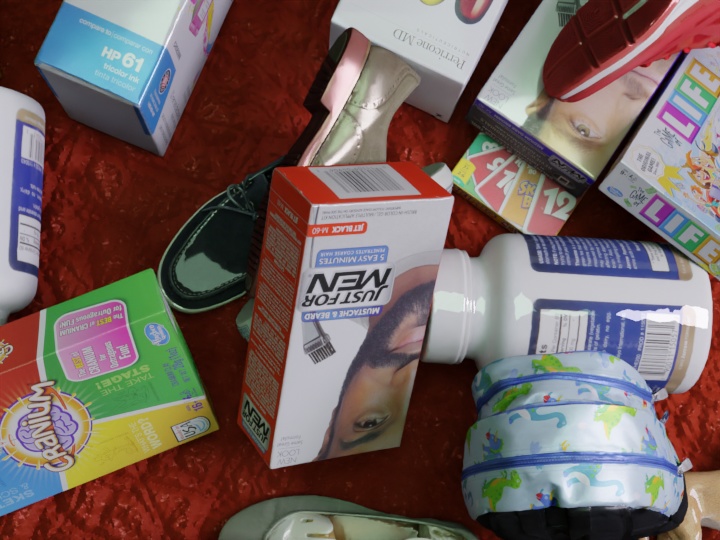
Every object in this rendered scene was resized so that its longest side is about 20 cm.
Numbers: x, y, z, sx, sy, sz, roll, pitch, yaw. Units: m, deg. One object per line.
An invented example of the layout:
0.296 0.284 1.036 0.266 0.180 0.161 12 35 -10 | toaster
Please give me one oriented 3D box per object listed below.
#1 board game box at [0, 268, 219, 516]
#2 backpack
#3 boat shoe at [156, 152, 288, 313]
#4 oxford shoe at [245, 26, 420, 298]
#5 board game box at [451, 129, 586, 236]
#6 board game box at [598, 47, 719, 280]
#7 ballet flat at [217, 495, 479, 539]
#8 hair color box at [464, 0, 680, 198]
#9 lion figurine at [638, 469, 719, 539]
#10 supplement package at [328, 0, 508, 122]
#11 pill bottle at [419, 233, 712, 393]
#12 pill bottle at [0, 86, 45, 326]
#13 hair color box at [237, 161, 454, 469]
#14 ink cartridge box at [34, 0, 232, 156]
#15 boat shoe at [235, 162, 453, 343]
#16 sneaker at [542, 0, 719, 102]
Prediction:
-0.212 0.093 0.867 0.198 0.154 0.041 -21 51 -5 | board game box
0.136 0.126 0.832 0.162 0.200 0.155 0 91 17 | backpack
-0.070 -0.041 0.938 0.199 0.062 0.075 -35 87 -6 | boat shoe
-0.020 -0.064 0.876 0.074 0.070 0.201 24 96 -17 | oxford shoe
0.161 -0.122 0.980 0.095 0.030 0.201 35 79 3 | board game box
0.273 -0.087 0.926 0.134 0.034 0.200 36 51 2 | board game box
-0.006 0.200 0.904 0.198 0.064 0.068 5 81 -2 | ballet flat
0.180 -0.170 0.944 0.109 0.065 0.201 34 82 2 | hair color box
0.277 0.171 0.921 0.198 0.073 0.124 -13 75 0 | lion figurine
0.065 -0.235 0.948 0.113 0.110 0.201 24 81 1 | supplement package
0.143 0.031 0.908 0.198 0.111 0.112 3 81 -6 | pill bottle
-0.291 -0.025 0.895 0.118 0.120 0.202 1 81 -3 | pill bottle
-0.013 0.031 0.859 0.110 0.064 0.202 -6 121 -29 | hair color box
-0.148 -0.204 0.915 0.084 0.145 0.202 21 81 1 | ink cartridge box
0.000 0.000 0.939 0.200 0.070 0.072 -40 106 -9 | boat shoe
0.232 -0.161 0.866 0.115 0.199 0.079 34 35 -32 | sneaker
